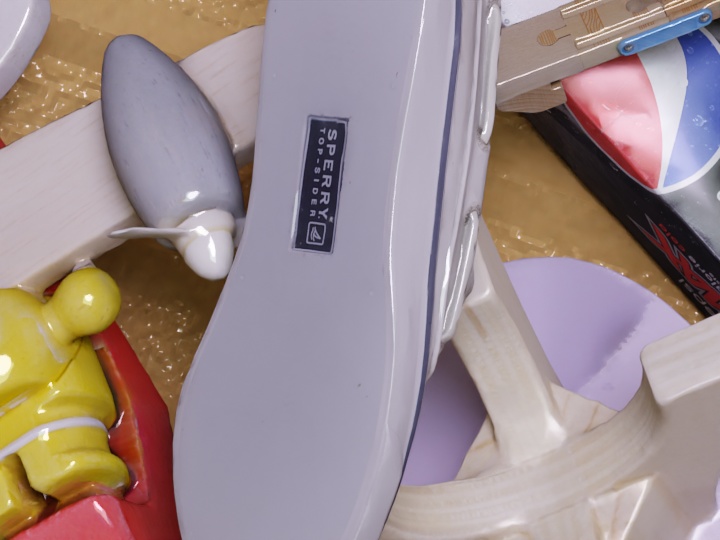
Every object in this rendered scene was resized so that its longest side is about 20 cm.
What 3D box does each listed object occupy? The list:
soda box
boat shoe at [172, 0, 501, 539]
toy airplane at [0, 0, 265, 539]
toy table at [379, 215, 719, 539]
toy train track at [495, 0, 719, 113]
[{"bbox_3d":[0.092,-0.061,0.889,0.063,0.071,0.200,-43,90,-8],"label":"soda box"},{"bbox_3d":[0.000,0.000,0.762,0.072,0.066,0.201,7,91,35],"label":"boat shoe"},{"bbox_3d":[-0.118,0.005,0.821,0.198,0.141,0.201,18,99,16],"label":"toy airplane"},{"bbox_3d":[0.060,0.069,0.815,0.183,0.117,0.200,-33,61,4],"label":"toy table"},{"bbox_3d":[0.132,-0.088,0.838,0.199,0.033,0.115,-21,46,0],"label":"toy train track"}]
